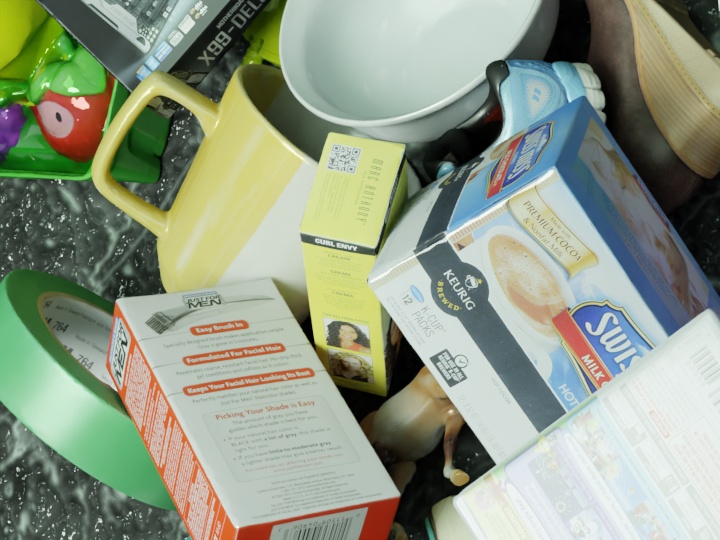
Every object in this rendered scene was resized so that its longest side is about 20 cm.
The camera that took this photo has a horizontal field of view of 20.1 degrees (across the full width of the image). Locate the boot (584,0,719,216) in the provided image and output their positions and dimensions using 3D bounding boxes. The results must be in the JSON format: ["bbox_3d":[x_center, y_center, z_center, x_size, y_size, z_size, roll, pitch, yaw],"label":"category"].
[{"bbox_3d":[0.146,-0.102,1.281,0.167,0.072,0.200,-51,45,20],"label":"boot"}]

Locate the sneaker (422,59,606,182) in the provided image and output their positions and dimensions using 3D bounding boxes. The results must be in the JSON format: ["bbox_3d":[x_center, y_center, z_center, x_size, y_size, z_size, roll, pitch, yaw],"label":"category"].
[{"bbox_3d":[0.070,-0.051,1.262,0.201,0.090,0.079,-64,26,25],"label":"sneaker"}]

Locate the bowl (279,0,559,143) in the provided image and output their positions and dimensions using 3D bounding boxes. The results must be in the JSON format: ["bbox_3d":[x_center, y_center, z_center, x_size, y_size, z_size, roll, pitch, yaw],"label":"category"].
[{"bbox_3d":[0.053,-0.158,1.329,0.200,0.090,0.202,-18,53,25],"label":"bowl"}]

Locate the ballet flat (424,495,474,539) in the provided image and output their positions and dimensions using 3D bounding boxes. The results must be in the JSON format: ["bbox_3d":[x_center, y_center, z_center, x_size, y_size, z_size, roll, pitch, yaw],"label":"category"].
[{"bbox_3d":[0.089,0.225,1.230,0.069,0.069,0.201,-27,61,26],"label":"ballet flat"}]

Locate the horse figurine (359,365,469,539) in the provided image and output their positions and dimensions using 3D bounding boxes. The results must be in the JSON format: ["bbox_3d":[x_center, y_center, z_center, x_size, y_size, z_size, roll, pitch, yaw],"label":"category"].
[{"bbox_3d":[0.033,0.112,1.291,0.200,0.050,0.133,-51,19,24],"label":"horse figurine"}]

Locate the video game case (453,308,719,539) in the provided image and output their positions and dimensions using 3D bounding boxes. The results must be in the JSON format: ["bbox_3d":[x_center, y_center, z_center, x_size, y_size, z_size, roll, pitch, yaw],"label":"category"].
[{"bbox_3d":[0.169,0.153,1.064,0.182,0.022,0.200,-39,71,19],"label":"video game case"}]

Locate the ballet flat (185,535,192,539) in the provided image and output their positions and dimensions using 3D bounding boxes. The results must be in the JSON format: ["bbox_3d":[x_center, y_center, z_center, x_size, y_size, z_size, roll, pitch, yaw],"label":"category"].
[{"bbox_3d":[-0.080,0.187,1.354,0.200,0.070,0.071,-55,52,24],"label":"ballet flat"}]

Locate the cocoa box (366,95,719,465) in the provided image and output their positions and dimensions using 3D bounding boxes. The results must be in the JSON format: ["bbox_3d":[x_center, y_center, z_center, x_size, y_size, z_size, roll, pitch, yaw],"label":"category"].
[{"bbox_3d":[0.122,0.028,1.162,0.131,0.133,0.200,-30,102,23],"label":"cocoa box"}]

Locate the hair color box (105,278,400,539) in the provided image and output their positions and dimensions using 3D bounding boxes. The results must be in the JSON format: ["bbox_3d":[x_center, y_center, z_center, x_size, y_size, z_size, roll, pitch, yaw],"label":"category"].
[{"bbox_3d":[-0.070,0.096,1.246,0.200,0.110,0.064,58,145,39],"label":"hair color box"}]

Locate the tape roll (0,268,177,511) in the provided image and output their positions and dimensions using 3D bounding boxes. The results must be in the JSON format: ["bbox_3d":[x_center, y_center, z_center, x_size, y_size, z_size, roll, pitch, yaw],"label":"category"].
[{"bbox_3d":[-0.169,0.079,1.368,0.048,0.200,0.200,-52,54,10],"label":"tape roll"}]

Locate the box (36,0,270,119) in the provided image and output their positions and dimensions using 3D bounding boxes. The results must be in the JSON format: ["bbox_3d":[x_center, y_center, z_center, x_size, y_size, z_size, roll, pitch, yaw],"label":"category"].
[{"bbox_3d":[-0.124,-0.230,1.385,0.200,0.050,0.158,-48,68,5],"label":"box"}]

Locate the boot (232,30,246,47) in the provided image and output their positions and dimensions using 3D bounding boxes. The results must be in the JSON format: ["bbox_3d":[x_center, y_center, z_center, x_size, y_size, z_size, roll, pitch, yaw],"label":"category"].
[{"bbox_3d":[-0.110,-0.262,1.456,0.203,0.073,0.154,37,92,34],"label":"boot"}]

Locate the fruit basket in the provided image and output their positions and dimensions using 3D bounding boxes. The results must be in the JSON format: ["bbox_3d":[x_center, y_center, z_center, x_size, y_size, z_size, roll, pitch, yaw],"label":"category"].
[{"bbox_3d":[-0.258,-0.147,1.502,0.215,0.215,0.156,4,78,36],"label":"fruit basket"}]

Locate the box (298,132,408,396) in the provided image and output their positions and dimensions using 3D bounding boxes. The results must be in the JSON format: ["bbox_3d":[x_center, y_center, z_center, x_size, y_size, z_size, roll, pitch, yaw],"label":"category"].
[{"bbox_3d":[0.000,0.000,1.256,0.050,0.200,0.076,11,63,9],"label":"box"}]

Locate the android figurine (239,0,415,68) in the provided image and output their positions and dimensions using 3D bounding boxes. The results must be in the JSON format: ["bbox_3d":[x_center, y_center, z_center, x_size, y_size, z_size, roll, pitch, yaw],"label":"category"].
[{"bbox_3d":[-0.022,-0.223,1.458,0.182,0.041,0.201,28,91,38],"label":"android figurine"}]

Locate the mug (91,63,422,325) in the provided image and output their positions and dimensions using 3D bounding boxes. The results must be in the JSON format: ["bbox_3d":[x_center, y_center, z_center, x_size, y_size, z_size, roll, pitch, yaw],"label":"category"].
[{"bbox_3d":[-0.074,-0.046,1.374,0.186,0.149,0.153,40,111,11],"label":"mug"}]

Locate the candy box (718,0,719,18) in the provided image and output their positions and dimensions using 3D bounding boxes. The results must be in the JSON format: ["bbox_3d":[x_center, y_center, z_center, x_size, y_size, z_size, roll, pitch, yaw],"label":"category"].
[{"bbox_3d":[0.266,-0.073,1.124,0.071,0.168,0.201,-14,68,29],"label":"candy box"}]
